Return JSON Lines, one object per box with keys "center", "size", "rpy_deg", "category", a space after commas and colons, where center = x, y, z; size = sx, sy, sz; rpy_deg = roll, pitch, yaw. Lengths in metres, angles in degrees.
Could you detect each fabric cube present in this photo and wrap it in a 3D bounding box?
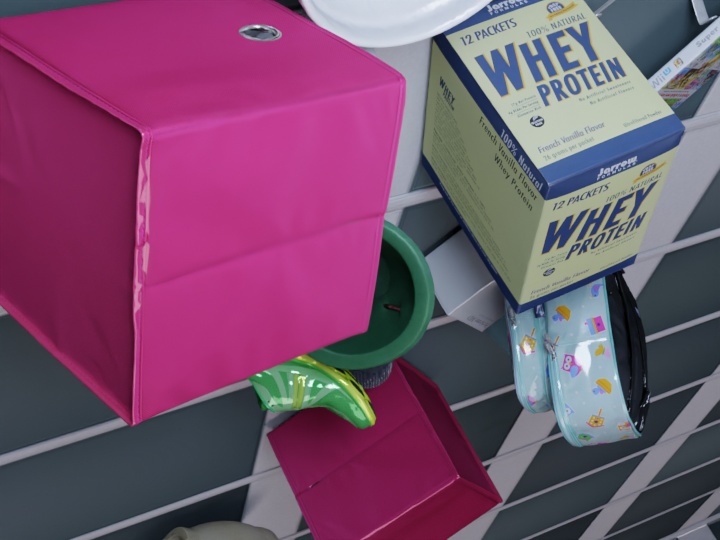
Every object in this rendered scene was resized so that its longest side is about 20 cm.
{"center": [-0.117, -0.056, 0.759], "size": [0.198, 0.196, 0.202], "rpy_deg": [-18, 129, -39], "category": "fabric cube"}
{"center": [0.034, 0.259, 1.511], "size": [0.199, 0.201, 0.196], "rpy_deg": [-34, 150, 8], "category": "fabric cube"}

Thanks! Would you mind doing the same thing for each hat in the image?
{"center": [0.000, 0.000, 1.238], "size": [0.199, 0.167, 0.176], "rpy_deg": [-21, -168, 21], "category": "hat"}

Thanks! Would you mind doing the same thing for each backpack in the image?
{"center": [0.245, 0.097, 1.292], "size": [0.152, 0.202, 0.176], "rpy_deg": [-18, 159, 13], "category": "backpack"}

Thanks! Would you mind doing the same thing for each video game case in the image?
{"center": [0.378, -0.240, 1.187], "size": [0.200, 0.018, 0.143], "rpy_deg": [-43, 165, 23], "category": "video game case"}

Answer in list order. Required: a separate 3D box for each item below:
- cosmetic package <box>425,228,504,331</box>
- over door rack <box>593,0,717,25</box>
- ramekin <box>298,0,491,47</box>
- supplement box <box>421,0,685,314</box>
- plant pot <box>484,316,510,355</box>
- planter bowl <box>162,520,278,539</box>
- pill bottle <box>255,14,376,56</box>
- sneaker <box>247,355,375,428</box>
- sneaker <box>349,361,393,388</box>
{"center": [0.178, -0.025, 1.324], "size": [0.200, 0.082, 0.113], "rpy_deg": [-40, 152, 17], "category": "cosmetic package"}
{"center": [0.290, -0.283, 1.038], "size": [0.147, 0.067, 0.200], "rpy_deg": [-19, 164, -18], "category": "over door rack"}
{"center": [0.028, -0.261, 0.782], "size": [0.199, 0.106, 0.201], "rpy_deg": [-22, 151, -12], "category": "ramekin"}
{"center": [0.161, -0.111, 1.044], "size": [0.133, 0.201, 0.200], "rpy_deg": [-22, 150, -14], "category": "supplement box"}
{"center": [0.260, 0.059, 1.477], "size": [0.199, 0.135, 0.201], "rpy_deg": [-22, 151, -13], "category": "plant pot"}
{"center": [-0.218, 0.437, 1.625], "size": [0.134, 0.201, 0.200], "rpy_deg": [29, 121, -27], "category": "planter bowl"}
{"center": [-0.033, -0.107, 0.966], "size": [0.112, 0.114, 0.201], "rpy_deg": [-24, 151, -8], "category": "pill bottle"}
{"center": [-0.073, 0.119, 1.251], "size": [0.199, 0.074, 0.084], "rpy_deg": [31, 97, -13], "category": "sneaker"}
{"center": [-0.041, 0.111, 1.379], "size": [0.081, 0.071, 0.199], "rpy_deg": [2, -175, 38], "category": "sneaker"}
